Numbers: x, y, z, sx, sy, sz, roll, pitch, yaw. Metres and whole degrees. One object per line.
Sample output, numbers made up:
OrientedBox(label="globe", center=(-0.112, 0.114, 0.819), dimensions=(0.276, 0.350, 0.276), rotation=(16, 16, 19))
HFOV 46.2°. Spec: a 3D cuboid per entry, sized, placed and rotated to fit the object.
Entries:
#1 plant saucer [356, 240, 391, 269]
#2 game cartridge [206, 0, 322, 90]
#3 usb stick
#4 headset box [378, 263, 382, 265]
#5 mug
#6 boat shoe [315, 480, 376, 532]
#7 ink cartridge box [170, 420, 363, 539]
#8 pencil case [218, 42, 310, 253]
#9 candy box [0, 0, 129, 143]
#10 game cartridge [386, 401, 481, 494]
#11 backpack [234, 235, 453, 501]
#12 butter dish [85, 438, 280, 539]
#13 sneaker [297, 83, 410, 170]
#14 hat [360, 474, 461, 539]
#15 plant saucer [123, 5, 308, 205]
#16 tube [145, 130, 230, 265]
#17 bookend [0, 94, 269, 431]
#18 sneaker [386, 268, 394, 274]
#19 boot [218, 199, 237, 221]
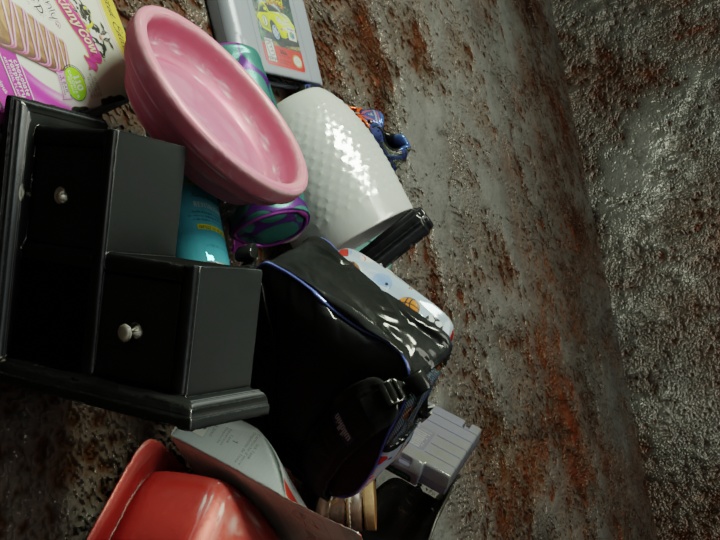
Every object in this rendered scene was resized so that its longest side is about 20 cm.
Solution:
OrientedBox(label="plant saucer", center=(0.000, -0.069, 1.177), dimensions=(0.200, 0.027, 0.204), rotation=(39, 43, -50))
OrientedBox(label="game cartridge", center=(-0.117, -0.300, 1.054), dimensions=(0.199, 0.040, 0.136), rotation=(-12, 85, -63))
OrientedBox(label="usb stick", center=(0.000, 0.000, 0.973), dimensions=(0.033, 0.199, 0.055), rotation=(53, 6, 18))
OrientedBox(label="headset box", center=(-0.035, 0.090, 0.869), dimensions=(0.197, 0.077, 0.152), rotation=(-21, 98, -24))
OrientedBox(label="mug", center=(-0.061, -0.103, 0.970), dimensions=(0.198, 0.147, 0.178), rotation=(-27, 86, -33))
OrientedBox(label="boat shoe", center=(-0.015, 0.225, 0.954), dimensions=(0.200, 0.069, 0.072), rotation=(-76, 160, -77))
OrientedBox(label="ink cartridge box", center=(-0.054, 0.201, 0.718), dimensions=(0.050, 0.197, 0.164), rotation=(-54, 145, -31))
OrientedBox(label="pencil case", center=(-0.120, -0.127, 0.876), dimensions=(0.085, 0.091, 0.204), rotation=(39, 31, -72))
OrientedBox(label="candy box", center=(-0.270, -0.181, 0.670), dimensions=(0.200, 0.060, 0.139), rotation=(-44, 116, -60))
OrientedBox(label="game cartridge", center=(0.029, 0.173, 0.960), dimensions=(0.129, 0.197, 0.039), rotation=(-34, 145, -58))
OrientedBox(label="backpack", center=(-0.022, 0.088, 0.727), dimensions=(0.199, 0.193, 0.153), rotation=(38, 33, 24))
OrientedBox(label="butter dish", center=(-0.115, 0.257, 0.664), dimensions=(0.202, 0.145, 0.201), rotation=(59, 30, -28))
OrientedBox(label="sneaker", center=(-0.008, -0.195, 1.137), dimensions=(0.198, 0.078, 0.076), rotation=(30, 35, -40))
OrientedBox(label="hat", center=(0.035, 0.297, 0.980), dimensions=(0.080, 0.202, 0.200), rotation=(36, 28, 8))
OrientedBox(label="plant saucer", center=(-0.128, -0.131, 0.722), dimensions=(0.201, 0.051, 0.202), rotation=(46, 19, -20))
OrientedBox(label="tube", center=(-0.151, -0.079, 0.722), dimensions=(0.077, 0.050, 0.204), rotation=(32, 37, -56))
OrientedBox(label="bookend", center=(-0.158, -0.010, 0.595), dimensions=(0.092, 0.196, 0.204), rotation=(4, 94, -63))
OrientedBox(label="sneaker", center=(0.027, 0.074, 1.108), dimensions=(0.200, 0.072, 0.114), rotation=(43, 40, -50))
OrientedBox(label="boot", center=(-0.166, -0.022, 0.773), dimensions=(0.158, 0.078, 0.215), rotation=(-37, 110, -61))
